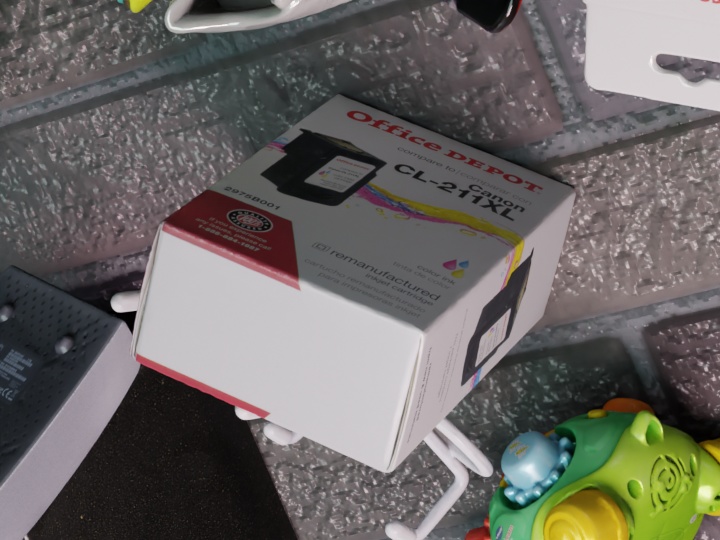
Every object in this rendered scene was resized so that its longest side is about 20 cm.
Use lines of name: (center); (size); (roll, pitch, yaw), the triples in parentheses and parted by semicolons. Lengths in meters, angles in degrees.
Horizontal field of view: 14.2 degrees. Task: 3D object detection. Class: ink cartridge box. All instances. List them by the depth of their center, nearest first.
ink cartridge box: (0.168, -0.179, 1.334); (0.116, 0.067, 0.200); (12, 119, 22)
ink cartridge box: (0.000, 0.000, 1.433); (0.146, 0.200, 0.083); (22, 120, 16)

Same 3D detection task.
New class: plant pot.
plant pot: (-0.176, 0.156, 1.619); (0.199, 0.177, 0.200); (-13, 109, 33)

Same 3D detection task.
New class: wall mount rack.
wall mount rack: (-0.030, 0.060, 1.487); (0.200, 0.075, 0.174); (36, 172, 43)

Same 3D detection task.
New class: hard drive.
hard drive: (-0.205, 0.097, 1.498); (0.135, 0.200, 0.042); (22, 160, 51)

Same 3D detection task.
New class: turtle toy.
turtle toy: (0.110, 0.145, 1.497); (0.101, 0.146, 0.200); (43, 129, 29)

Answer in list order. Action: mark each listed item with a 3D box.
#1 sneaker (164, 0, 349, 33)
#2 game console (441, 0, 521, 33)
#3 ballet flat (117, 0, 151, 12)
sneaker: (-0.012, -0.160, 1.427); (0.200, 0.088, 0.075); (-25, 99, 35)
game console: (0.029, -0.229, 1.313); (0.172, 0.119, 0.200); (20, 101, 10)
ballet flat: (-0.084, -0.218, 1.455); (0.067, 0.067, 0.200); (9, 118, 2)
